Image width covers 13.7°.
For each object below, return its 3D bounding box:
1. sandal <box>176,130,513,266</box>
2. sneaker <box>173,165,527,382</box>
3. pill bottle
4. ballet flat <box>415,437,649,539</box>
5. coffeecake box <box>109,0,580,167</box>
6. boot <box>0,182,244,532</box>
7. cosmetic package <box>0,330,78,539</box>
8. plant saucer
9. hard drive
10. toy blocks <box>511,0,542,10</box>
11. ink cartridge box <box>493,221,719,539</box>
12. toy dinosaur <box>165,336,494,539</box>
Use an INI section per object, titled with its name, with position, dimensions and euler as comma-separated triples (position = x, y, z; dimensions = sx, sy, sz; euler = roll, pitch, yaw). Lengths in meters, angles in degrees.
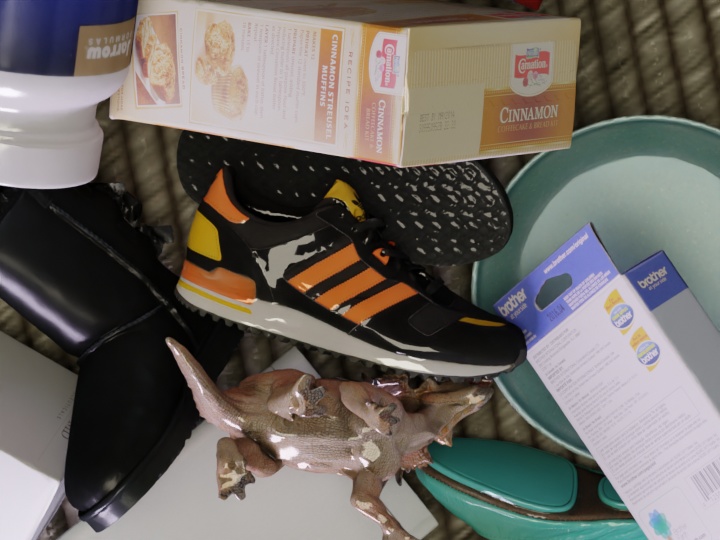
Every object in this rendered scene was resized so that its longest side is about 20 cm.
[sandal]
position = -0.005, -0.057, 1.695
dimensions = 0.199, 0.048, 0.076
euler = 14, 113, 16
[sneaker]
position = 0.000, 0.000, 1.649
dimensions = 0.199, 0.070, 0.091
euler = 14, 100, 8
[pill bottle]
position = -0.170, -0.150, 1.545
dimensions = 0.115, 0.116, 0.201
euler = 9, 107, 3
[ballet flat]
position = 0.125, 0.144, 1.711
dimensions = 0.199, 0.067, 0.071
euler = 7, 118, 5
[coffeecake box]
position = -0.008, -0.107, 1.591
dimensions = 0.199, 0.153, 0.074
euler = 11, 102, 38
[boot]
position = -0.157, 0.031, 1.652
dimensions = 0.162, 0.199, 0.073
euler = 44, 127, -14
[cosmetic package]
position = -0.251, 0.075, 1.695
dimensions = 0.199, 0.113, 0.081
euler = 27, 118, -1
[plant saucer]
position = 0.162, 0.010, 1.699
dimensions = 0.199, 0.036, 0.201
euler = 1, 99, 3
[hard drive]
position = -0.073, 0.156, 1.702
dimensions = 0.200, 0.027, 0.132
euler = -39, 86, -11
[toy blocks]
position = 0.029, -0.191, 1.587
dimensions = 0.199, 0.137, 0.100
euler = 19, 100, -28
[ink cartridge box]
position = 0.162, 0.073, 1.624
dimensions = 0.042, 0.119, 0.200
euler = -32, 83, -33
[toy dinosaur]
position = -0.025, 0.083, 1.642
dimensions = 0.199, 0.136, 0.086
euler = 17, 103, -14
